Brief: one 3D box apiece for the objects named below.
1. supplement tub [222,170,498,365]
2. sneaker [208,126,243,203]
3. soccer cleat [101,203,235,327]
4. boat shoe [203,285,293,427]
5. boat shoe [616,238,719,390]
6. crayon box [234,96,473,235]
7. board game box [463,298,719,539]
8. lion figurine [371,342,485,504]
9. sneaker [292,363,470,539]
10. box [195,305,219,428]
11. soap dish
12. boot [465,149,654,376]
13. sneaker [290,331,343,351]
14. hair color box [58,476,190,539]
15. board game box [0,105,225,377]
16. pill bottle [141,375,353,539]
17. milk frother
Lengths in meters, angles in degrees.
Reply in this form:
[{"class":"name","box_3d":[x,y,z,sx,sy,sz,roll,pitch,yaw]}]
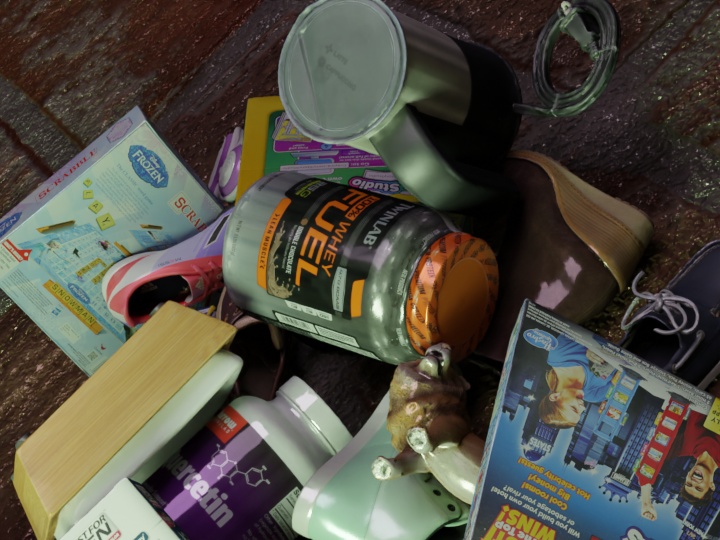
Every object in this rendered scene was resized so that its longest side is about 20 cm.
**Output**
[{"class":"supplement tub","box_3d":[0.000,0.000,1.426,0.198,0.123,0.123,16,61,35]},{"class":"sneaker","box_3d":[-0.091,-0.085,1.770,0.200,0.099,0.076,-126,55,-75]},{"class":"soccer cleat","box_3d":[-0.134,-0.005,1.652,0.198,0.069,0.073,-24,27,-8]},{"class":"boat shoe","box_3d":[-0.086,0.059,1.568,0.072,0.071,0.202,126,160,-49]},{"class":"boat shoe","box_3d":[0.215,0.051,1.308,0.201,0.062,0.075,-52,35,-16]},{"class":"crayon box","box_3d":[-0.003,-0.085,1.597,0.197,0.059,0.173,-2,38,3]},{"class":"board game box","box_3d":[0.147,0.153,1.190,0.199,0.062,0.201,28,66,8]},{"class":"lion figurine","box_3d":[0.085,0.143,1.293,0.073,0.200,0.122,-48,-13,23]},{"class":"sneaker","box_3d":[0.050,0.153,1.369,0.117,0.074,0.200,27,47,21]},{"class":"box","box_3d":[-0.163,0.131,1.589,0.070,0.064,0.201,-15,41,39]},{"class":"soap dish","box_3d":[-0.185,0.121,1.431,0.200,0.081,0.157,-46,-4,-20]},{"class":"boot","box_3d":[0.119,-0.006,1.457,0.166,0.073,0.199,-47,38,-13]},{"class":"sneaker","box_3d":[0.007,0.014,1.559,0.199,0.060,0.105,-2,52,47]},{"class":"hair color box","box_3d":[-0.133,0.255,1.313,0.100,0.200,0.061,-42,-10,-4]},{"class":"board game box","box_3d":[-0.216,-0.014,1.686,0.199,0.200,0.041,-38,33,2]},{"class":"pill bottle","box_3d":[-0.099,0.176,1.422,0.200,0.113,0.112,-42,33,-11]},{"class":"milk frother","box_3d":[0.076,-0.158,1.425,0.180,0.187,0.201,40,105,30]}]
